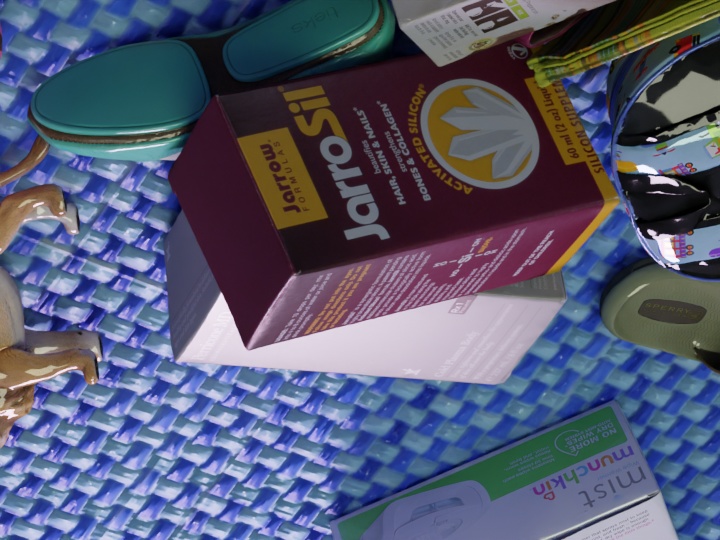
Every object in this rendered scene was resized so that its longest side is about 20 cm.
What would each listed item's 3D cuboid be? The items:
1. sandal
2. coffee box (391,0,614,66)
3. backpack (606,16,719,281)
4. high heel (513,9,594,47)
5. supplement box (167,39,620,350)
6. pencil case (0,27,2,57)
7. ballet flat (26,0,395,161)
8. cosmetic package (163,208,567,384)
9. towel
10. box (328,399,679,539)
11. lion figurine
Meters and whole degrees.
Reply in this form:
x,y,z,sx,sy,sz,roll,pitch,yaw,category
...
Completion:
x,y,z,sx,sy,sz,roll,pitch,yaw,category
0.240,0.039,1.585,0.201,0.057,0.080,5,125,-20,sandal
0.106,-0.193,1.291,0.200,0.113,0.080,-19,164,14,coffee box
0.224,-0.096,1.424,0.200,0.135,0.183,-25,130,3,backpack
0.159,-0.172,1.368,0.200,0.096,0.067,-20,138,1,high heel
0.017,-0.044,1.362,0.200,0.110,0.086,-14,158,-28,supplement box
-0.218,-0.094,1.254,0.091,0.200,0.094,-16,110,2,pencil case
-0.074,-0.092,1.385,0.200,0.067,0.070,-19,146,0,ballet flat
0.000,0.000,1.447,0.200,0.090,0.107,1,150,-20,cosmetic package
0.180,-0.149,1.333,0.200,0.086,0.018,-21,110,34,towel
0.106,0.205,1.647,0.200,0.097,0.177,-24,129,2,box
-0.210,0.018,1.434,0.122,0.072,0.200,-6,115,0,lion figurine
